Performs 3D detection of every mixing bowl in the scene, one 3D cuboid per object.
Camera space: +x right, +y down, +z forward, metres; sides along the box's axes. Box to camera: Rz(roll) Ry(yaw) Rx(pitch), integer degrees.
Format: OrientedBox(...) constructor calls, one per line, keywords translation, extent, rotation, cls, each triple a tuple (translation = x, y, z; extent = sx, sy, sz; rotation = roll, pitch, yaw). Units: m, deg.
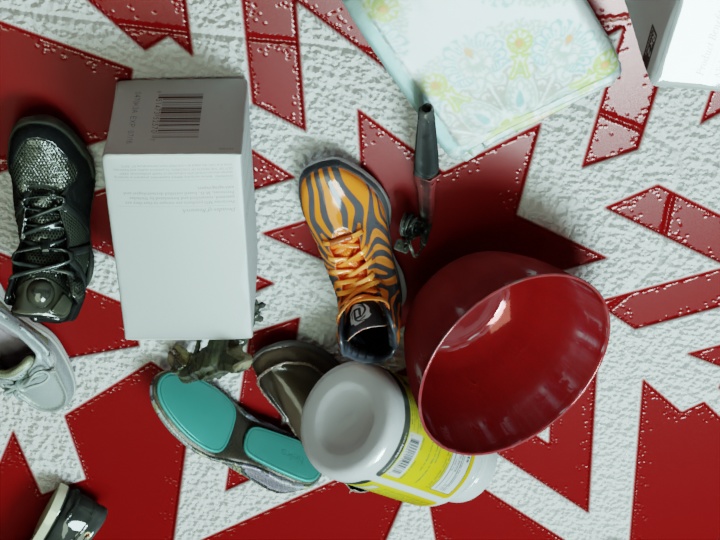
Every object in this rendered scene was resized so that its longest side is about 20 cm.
OrientedBox(translation=(0.114, 0.058, 1.532), extent=(0.200, 0.108, 0.201), rotation=(-18, 131, -22), cls="mixing bowl")

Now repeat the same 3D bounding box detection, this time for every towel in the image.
OrientedBox(translation=(0.102, -0.197, 1.387), extent=(0.171, 0.048, 0.200), rotation=(-27, 125, 16), cls="towel")

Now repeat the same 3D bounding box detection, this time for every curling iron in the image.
OrientedBox(translation=(0.054, -0.076, 1.454), extent=(0.025, 0.050, 0.200), rotation=(21, 147, 9), cls="curling iron")

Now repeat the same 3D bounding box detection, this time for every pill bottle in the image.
OrientedBox(translation=(0.043, 0.162, 1.605), extent=(0.112, 0.113, 0.200), rotation=(-33, 146, 23), cls="pill bottle")

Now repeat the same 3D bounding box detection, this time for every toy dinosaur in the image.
OrientedBox(translation=(-0.120, 0.066, 1.552), extent=(0.047, 0.088, 0.200), rotation=(36, 163, -16), cls="toy dinosaur")

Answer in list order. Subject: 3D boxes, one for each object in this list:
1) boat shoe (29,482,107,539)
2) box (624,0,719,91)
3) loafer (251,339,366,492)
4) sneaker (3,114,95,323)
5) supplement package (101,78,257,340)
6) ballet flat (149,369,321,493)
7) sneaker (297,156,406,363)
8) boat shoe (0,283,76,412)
OrientedBox(translation=(-0.332, 0.309, 1.772), extent=(0.063, 0.074, 0.202), rotation=(29, 119, -13), cls="boat shoe")
OrientedBox(translation=(0.281, -0.262, 1.236), extent=(0.130, 0.200, 0.199), rotation=(5, 129, -8), cls="box")
OrientedBox(translation=(-0.032, 0.144, 1.644), extent=(0.073, 0.071, 0.200), rotation=(-30, 124, 21), cls="loafer")
OrientedBox(translation=(-0.271, -0.033, 1.471), extent=(0.076, 0.114, 0.200), rotation=(1, 127, -4), cls="sneaker")
OrientedBox(translation=(-0.151, -0.051, 1.455), extent=(0.117, 0.117, 0.200), rotation=(-1, 128, 0), cls="supplement package")
OrientedBox(translation=(-0.133, 0.166, 1.667), extent=(0.200, 0.072, 0.072), rotation=(31, 122, -20), cls="ballet flat")
OrientedBox(translation=(0.000, 0.000, 1.501), extent=(0.077, 0.112, 0.200), rotation=(-17, 128, 12), cls="sneaker")
OrientedBox(translation=(-0.338, 0.070, 1.582), extent=(0.074, 0.065, 0.202), rotation=(-19, 127, 15), cls="boat shoe")
